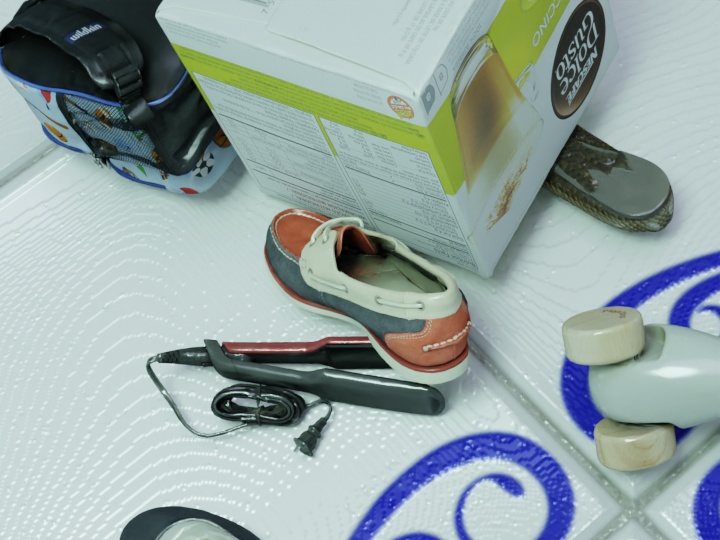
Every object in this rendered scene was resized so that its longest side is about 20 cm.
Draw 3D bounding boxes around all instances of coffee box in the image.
[{"bbox_3d":[0.027,-0.152,0.901,0.198,0.198,0.201,21,68,30],"label":"coffee box"}]

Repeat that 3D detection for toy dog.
[{"bbox_3d":[0.219,0.056,0.835,0.197,0.134,0.096,11,22,11],"label":"toy dog"}]

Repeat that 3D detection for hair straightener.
[{"bbox_3d":[-0.042,0.077,0.890,0.197,0.041,0.078,4,59,5],"label":"hair straightener"}]

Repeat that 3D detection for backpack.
[{"bbox_3d":[-0.153,-0.156,0.989,0.189,0.155,0.201,18,56,28],"label":"backpack"}]

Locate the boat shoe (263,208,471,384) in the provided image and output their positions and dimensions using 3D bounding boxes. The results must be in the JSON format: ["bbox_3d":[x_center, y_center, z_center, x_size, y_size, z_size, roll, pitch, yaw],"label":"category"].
[{"bbox_3d":[0.000,0.000,0.896,0.071,0.063,0.200,-28,39,-23],"label":"boat shoe"}]

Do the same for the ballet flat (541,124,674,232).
[{"bbox_3d":[0.136,-0.082,0.967,0.199,0.046,0.068,35,78,32],"label":"ballet flat"}]

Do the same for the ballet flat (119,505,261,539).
[{"bbox_3d":[-0.068,0.188,0.812,0.199,0.073,0.073,30,67,25],"label":"ballet flat"}]
